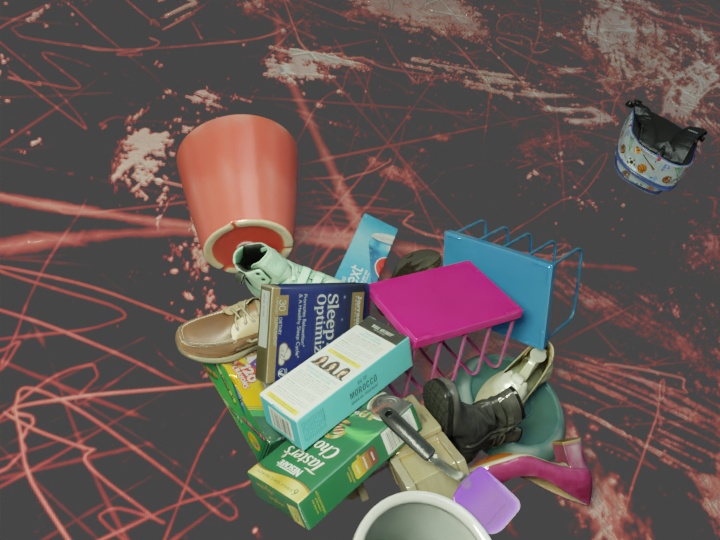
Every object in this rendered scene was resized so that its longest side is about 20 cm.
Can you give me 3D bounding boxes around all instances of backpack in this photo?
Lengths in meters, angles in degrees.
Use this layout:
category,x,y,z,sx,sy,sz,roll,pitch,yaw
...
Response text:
category,x,y,z,sx,sy,sz,roll,pitch,yaw
backpack,0.664,-0.268,1.710,0.196,0.157,0.191,26,35,11

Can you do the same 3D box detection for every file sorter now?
category,x,y,z,sx,sy,sz,roll,pitch,yaw
file sorter,0.245,0.012,1.227,0.197,0.143,0.121,20,30,37
file sorter,0.115,0.091,1.137,0.196,0.128,0.139,-12,39,-29

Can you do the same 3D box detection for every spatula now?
category,x,y,z,sx,sy,sz,roll,pitch,yaw
spatula,0.091,0.220,0.862,0.056,0.021,0.198,-39,52,-21

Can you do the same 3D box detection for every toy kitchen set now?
category,x,y,z,sx,sy,sz,roll,pitch,yaw
toy kitchen set,0.052,0.304,0.978,0.160,0.185,0.200,-23,17,-8

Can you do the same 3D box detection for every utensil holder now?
category,x,y,z,sx,sy,sz,roll,pitch,yaw
utensil holder,0.041,0.364,0.814,0.165,0.202,0.173,12,45,-13

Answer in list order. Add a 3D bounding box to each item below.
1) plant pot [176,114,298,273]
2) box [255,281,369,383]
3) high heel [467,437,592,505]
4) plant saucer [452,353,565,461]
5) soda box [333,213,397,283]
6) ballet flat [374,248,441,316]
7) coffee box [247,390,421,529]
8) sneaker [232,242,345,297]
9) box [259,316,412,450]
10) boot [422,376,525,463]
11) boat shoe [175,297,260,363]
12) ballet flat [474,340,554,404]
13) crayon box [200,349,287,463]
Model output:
category,x,y,z,sx,sy,sz,roll,pitch,yaw
plant pot,-0.184,-0.108,1.177,0.195,0.202,0.181,2,58,-22
box,-0.052,0.079,1.020,0.032,0.125,0.197,9,7,44
high heel,0.240,0.305,1.073,0.195,0.067,0.099,-8,83,-21
plant saucer,0.235,0.208,1.170,0.195,0.028,0.204,12,46,-12
soda box,0.000,0.000,1.232,0.066,0.065,0.202,24,45,0
ballet flat,0.081,0.020,1.268,0.066,0.048,0.200,6,30,28
coffee box,-0.031,0.223,0.935,0.198,0.045,0.122,-34,25,-29
sneaker,-0.097,0.019,1.093,0.195,0.119,0.075,13,70,21
box,-0.028,0.141,0.975,0.198,0.050,0.081,-32,37,-32
boot,0.157,0.186,1.015,0.129,0.202,0.071,-24,52,-9
boat shoe,-0.151,0.068,1.011,0.196,0.073,0.077,-10,53,-31
ballet flat,0.238,0.166,1.144,0.069,0.070,0.199,40,46,16
crayon box,-0.132,0.149,1.039,0.117,0.059,0.201,-19,59,-35
